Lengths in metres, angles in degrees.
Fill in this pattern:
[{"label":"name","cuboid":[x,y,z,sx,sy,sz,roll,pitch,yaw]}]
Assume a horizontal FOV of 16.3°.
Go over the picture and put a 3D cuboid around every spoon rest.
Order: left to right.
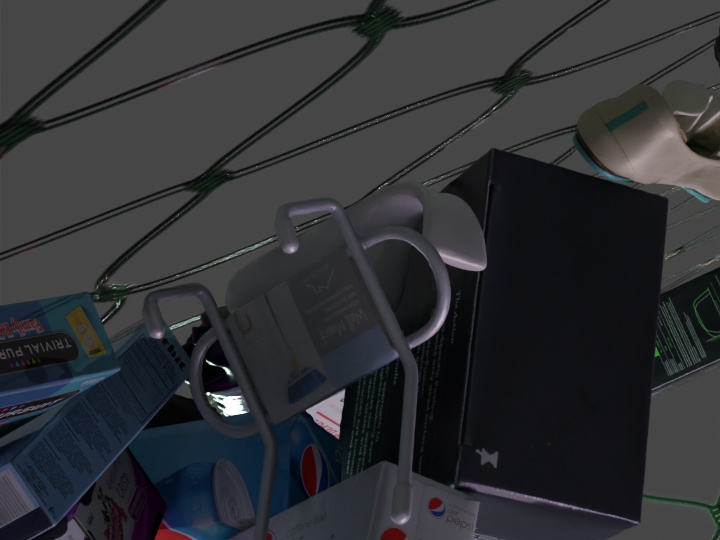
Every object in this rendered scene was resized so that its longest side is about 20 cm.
[{"label":"spoon rest","cuboid":[0.000,0.000,1.391,0.099,0.061,0.200,19,152,-28]}]

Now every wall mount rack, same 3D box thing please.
[{"label":"wall mount rack","cuboid":[-0.032,0.065,1.320,0.200,0.174,0.074,-31,169,39]}]

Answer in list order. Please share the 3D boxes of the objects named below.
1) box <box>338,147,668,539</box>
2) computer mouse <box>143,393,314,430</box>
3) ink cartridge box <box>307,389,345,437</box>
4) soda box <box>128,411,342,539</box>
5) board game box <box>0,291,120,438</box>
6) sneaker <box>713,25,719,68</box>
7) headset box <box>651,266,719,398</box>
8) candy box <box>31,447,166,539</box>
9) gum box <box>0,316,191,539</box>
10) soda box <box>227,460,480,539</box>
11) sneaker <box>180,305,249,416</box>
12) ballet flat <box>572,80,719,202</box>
[{"label":"box","cuboid":[0.076,0.063,1.445,0.117,0.197,0.200,14,158,-17]},{"label":"computer mouse","cuboid":[-0.113,0.101,1.551,0.199,0.046,0.140,-4,156,13]},{"label":"ink cartridge box","cuboid":[0.011,0.063,1.711,0.199,0.068,0.115,-27,154,15]},{"label":"soda box","cuboid":[-0.112,0.134,1.484,0.199,0.068,0.064,-11,152,27]},{"label":"board game box","cuboid":[-0.241,0.080,1.253,0.200,0.047,0.151,-29,171,28]},{"label":"sneaker","cuboid":[0.272,-0.140,1.286,0.199,0.075,0.087,-24,177,-3]},{"label":"headset box","cuboid":[0.325,0.081,2.714,0.199,0.093,0.174,-25,172,7]},{"label":"candy box","cuboid":[-0.212,0.181,1.394,0.200,0.061,0.136,-33,-168,11]},{"label":"gum box","cuboid":[-0.199,0.111,1.373,0.170,0.045,0.200,-29,-171,27]},{"label":"soda box","cuboid":[-0.016,0.167,1.368,0.063,0.068,0.200,24,151,-22]},{"label":"sneaker","cuboid":[-0.079,0.056,1.567,0.087,0.075,0.200,-2,161,-12]},{"label":"ballet flat","cuboid":[0.186,-0.079,1.459,0.069,0.070,0.200,-28,170,21]}]
